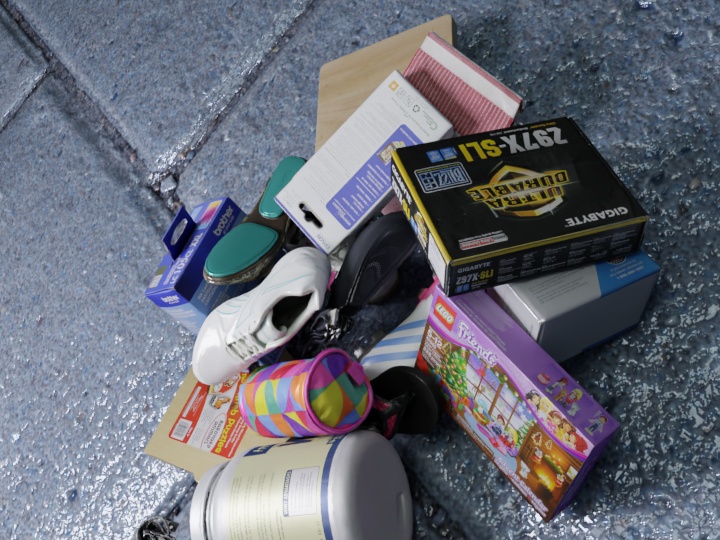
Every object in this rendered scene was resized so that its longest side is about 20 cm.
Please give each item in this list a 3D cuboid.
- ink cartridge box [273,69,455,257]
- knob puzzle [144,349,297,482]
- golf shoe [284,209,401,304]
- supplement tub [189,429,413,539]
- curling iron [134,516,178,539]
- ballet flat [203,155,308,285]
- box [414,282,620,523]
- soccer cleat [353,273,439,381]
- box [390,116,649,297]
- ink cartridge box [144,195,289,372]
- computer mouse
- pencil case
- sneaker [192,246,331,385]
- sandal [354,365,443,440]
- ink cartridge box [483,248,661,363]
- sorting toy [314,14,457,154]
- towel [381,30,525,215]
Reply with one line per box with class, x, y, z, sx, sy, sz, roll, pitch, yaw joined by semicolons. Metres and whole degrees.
ink cartridge box;0.004;-0.117;0.920;0.200;0.037;0.095;-45;76;1
knob puzzle;-0.144;0.172;1.008;0.215;0.031;0.223;-14;49;16
golf shoe;-0.038;-0.021;1.007;0.198;0.092;0.073;25;78;38
supplement tub;-0.060;0.248;0.843;0.196;0.145;0.148;-14;58;27
curling iron;-0.186;0.333;0.829;0.049;0.025;0.202;-40;52;14
ballet flat;-0.106;-0.041;0.947;0.067;0.076;0.202;16;56;21
box;0.133;0.117;0.767;0.039;0.138;0.200;-26;57;-29
soccer cleat;0.082;0.069;0.904;0.200;0.070;0.087;-44;69;6
box;0.143;-0.066;0.780;0.195;0.050;0.161;-12;46;-12
ink cartridge box;-0.160;0.011;0.979;0.075;0.200;0.138;-10;46;47
computer mouse;0.000;0.000;0.895;0.201;0.053;0.138;-49;5;-20
pencil case;-0.062;0.130;0.867;0.199;0.087;0.090;-17;52;61
sneaker;-0.112;0.058;0.883;0.200;0.070;0.081;-42;21;16
sandal;0.010;0.150;0.871;0.198;0.076;0.045;-20;11;47
ink cartridge box;0.170;-0.015;0.823;0.143;0.085;0.201;-21;50;-20
sorting toy;0.043;-0.197;1.059;0.196;0.069;0.203;-14;58;28
towel;0.080;-0.146;0.944;0.143;0.023;0.202;39;111;17
